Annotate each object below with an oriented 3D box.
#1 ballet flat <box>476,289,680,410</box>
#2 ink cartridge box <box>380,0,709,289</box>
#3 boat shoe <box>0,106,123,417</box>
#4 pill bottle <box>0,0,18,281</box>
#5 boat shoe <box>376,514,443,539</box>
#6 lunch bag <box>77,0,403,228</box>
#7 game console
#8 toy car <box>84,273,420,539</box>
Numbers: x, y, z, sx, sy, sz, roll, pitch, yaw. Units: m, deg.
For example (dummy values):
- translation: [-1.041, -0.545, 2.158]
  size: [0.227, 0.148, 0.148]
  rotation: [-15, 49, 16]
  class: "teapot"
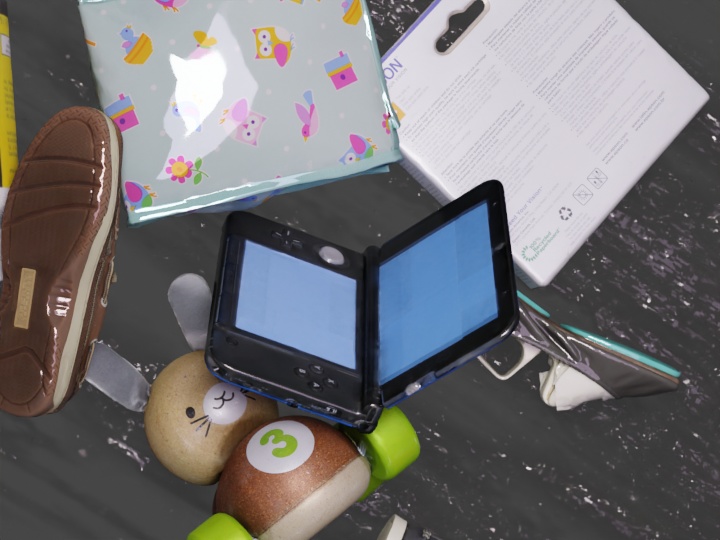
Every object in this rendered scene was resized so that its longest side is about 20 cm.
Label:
- translation: [0.132, 0.057, 1.323]
  size: [0.199, 0.068, 0.069]
  rotation: [29, 92, -1]
  class: "ballet flat"
- translation: [0.121, -0.124, 1.331]
  size: [0.200, 0.043, 0.196]
  rotation: [44, 79, -3]
  class: "ink cartridge box"
- translation: [-0.193, -0.006, 1.191]
  size: [0.074, 0.075, 0.203]
  rotation: [18, 95, 20]
  class: "boat shoe"
- translation: [-0.284, -0.090, 1.199]
  size: [0.114, 0.114, 0.201]
  rotation: [-5, 90, -13]
  class: "pill bottle"
- translation: [0.014, 0.277, 1.281]
  size: [0.067, 0.072, 0.201]
  rotation: [24, 81, -7]
  class: "boat shoe"
- translation: [-0.081, -0.130, 1.245]
  size: [0.199, 0.122, 0.171]
  rotation: [-14, 91, -8]
  class: "lunch bag"
- translation: [0.000, 0.000, 1.207]
  size: [0.170, 0.200, 0.119]
  rotation: [20, 119, -12]
  class: "game console"
- translation: [-0.092, 0.102, 1.231]
  size: [0.164, 0.158, 0.200]
  rotation: [-36, 85, -23]
  class: "toy car"
